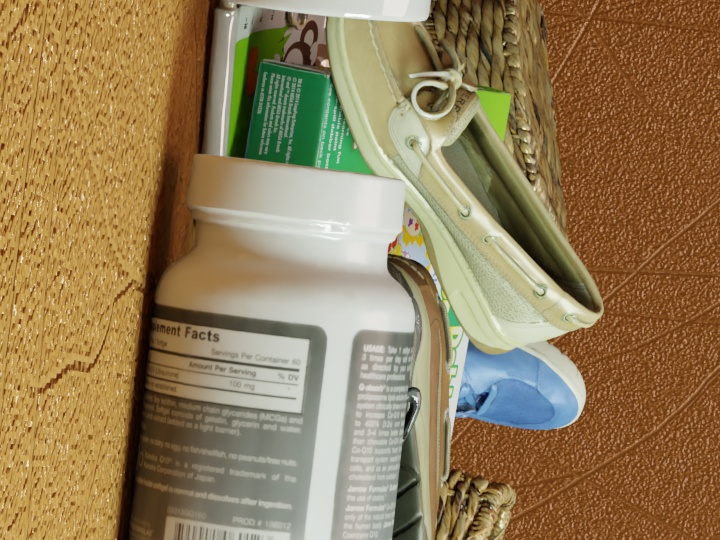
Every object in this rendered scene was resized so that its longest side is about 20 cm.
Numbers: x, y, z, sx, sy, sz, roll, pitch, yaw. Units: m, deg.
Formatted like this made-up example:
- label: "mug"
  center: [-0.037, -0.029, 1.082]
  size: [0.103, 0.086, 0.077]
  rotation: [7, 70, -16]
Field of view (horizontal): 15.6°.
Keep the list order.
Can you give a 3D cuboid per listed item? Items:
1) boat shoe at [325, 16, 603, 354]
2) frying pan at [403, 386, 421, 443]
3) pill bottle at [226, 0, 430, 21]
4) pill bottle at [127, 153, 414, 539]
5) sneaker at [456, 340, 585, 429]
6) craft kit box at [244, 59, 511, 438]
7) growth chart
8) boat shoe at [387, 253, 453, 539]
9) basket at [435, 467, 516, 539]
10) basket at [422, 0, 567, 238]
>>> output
- label: "boat shoe"
  center: [0.050, -0.053, 1.253]
  size: [0.201, 0.063, 0.073]
  rotation: [64, 34, -17]
- label: "frying pan"
  center: [-0.017, 0.155, 1.227]
  size: [0.115, 0.190, 0.031]
  rotation: [53, -1, -28]
- label: "pill bottle"
  center: [-0.006, -0.214, 1.152]
  size: [0.114, 0.113, 0.201]
  rotation: [-58, 155, -80]
- label: "pill bottle"
  center: [-0.037, 0.055, 1.137]
  size: [0.116, 0.115, 0.201]
  rotation: [3, 93, -86]
- label: "sneaker"
  center: [0.025, 0.073, 1.478]
  size: [0.077, 0.199, 0.112]
  rotation: [115, -6, -47]
- label: "craft kit box"
  center: [0.000, 0.000, 1.329]
  size: [0.197, 0.048, 0.201]
  rotation: [-4, 105, -63]
- label: "growth chart"
  center: [-0.035, -0.104, 1.306]
  size: [0.200, 0.018, 0.146]
  rotation: [-43, 139, -58]
- label: "boat shoe"
  center: [0.014, 0.089, 1.273]
  size: [0.074, 0.075, 0.201]
  rotation: [-22, 120, -62]
- label: "basket"
  center: [0.041, 0.228, 1.747]
  size: [0.143, 0.148, 0.201]
  rotation: [9, -102, 67]
- label: "basket"
  center: [0.046, -0.104, 1.702]
  size: [0.143, 0.148, 0.201]
  rotation: [57, 27, -63]
